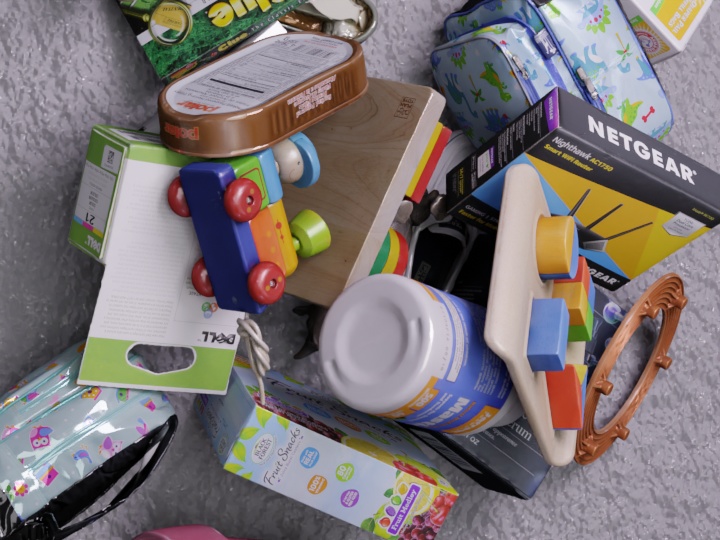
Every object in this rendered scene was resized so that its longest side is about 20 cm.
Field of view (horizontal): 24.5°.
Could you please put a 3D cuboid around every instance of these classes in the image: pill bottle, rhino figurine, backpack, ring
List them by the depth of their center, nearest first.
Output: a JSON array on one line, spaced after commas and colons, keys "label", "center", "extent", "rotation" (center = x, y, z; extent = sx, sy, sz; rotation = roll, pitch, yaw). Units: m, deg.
[{"label": "pill bottle", "center": [0.065, 0.075, 1.362], "extent": [0.200, 0.112, 0.112], "rotation": [21, 82, -53]}, {"label": "backpack", "center": [-0.250, 0.145, 1.375], "extent": [0.200, 0.167, 0.127], "rotation": [-36, 97, -22]}, {"label": "rhino figurine", "center": [0.000, 0.000, 1.494], "extent": [0.060, 0.087, 0.200], "rotation": [33, 94, -24]}, {"label": "backpack", "center": [0.169, -0.167, 1.503], "extent": [0.147, 0.183, 0.200], "rotation": [-39, 103, -19]}, {"label": "ring", "center": [0.257, 0.096, 1.555], "extent": [0.019, 0.200, 0.201], "rotation": [29, 78, 24]}]

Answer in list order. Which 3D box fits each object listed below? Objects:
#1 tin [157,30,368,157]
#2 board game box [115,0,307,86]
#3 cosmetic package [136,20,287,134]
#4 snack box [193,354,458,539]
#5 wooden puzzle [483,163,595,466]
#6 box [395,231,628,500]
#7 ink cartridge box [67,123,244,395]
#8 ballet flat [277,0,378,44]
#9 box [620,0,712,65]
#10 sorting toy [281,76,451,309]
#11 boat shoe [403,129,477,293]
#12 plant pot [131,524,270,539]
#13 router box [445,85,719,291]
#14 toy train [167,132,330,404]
[{"label": "tin", "center": [-0.079, -0.147, 1.348], "extent": [0.200, 0.112, 0.042], "rotation": [-33, 125, -41]}, {"label": "board game box", "center": [-0.109, -0.254, 1.435], "extent": [0.200, 0.023, 0.105], "rotation": [-31, 77, 2]}, {"label": "cosmetic package", "center": [-0.142, -0.135, 1.446], "extent": [0.200, 0.083, 0.051], "rotation": [-43, 104, -15]}, {"label": "snack box", "center": [-0.034, 0.155, 1.441], "extent": [0.200, 0.169, 0.068], "rotation": [27, 95, -18]}, {"label": "wooden puzzle", "center": [0.161, 0.038, 1.378], "extent": [0.200, 0.046, 0.186], "rotation": [58, 35, -48]}, {"label": "box", "center": [0.133, 0.086, 1.538], "extent": [0.148, 0.107, 0.200], "rotation": [36, 78, -16]}, {"label": "ink cartridge box", "center": [-0.165, -0.007, 1.371], "extent": [0.147, 0.076, 0.201], "rotation": [7, 103, -36]}, {"label": "ballet flat", "center": [-0.075, -0.251, 1.479], "extent": [0.199, 0.064, 0.068], "rotation": [16, 85, -19]}, {"label": "box", "center": [0.231, -0.296, 1.562], "extent": [0.200, 0.101, 0.113], "rotation": [43, 64, -15]}, {"label": "sorting toy", "center": [-0.018, -0.065, 1.439], "extent": [0.070, 0.200, 0.199], "rotation": [29, 83, -39]}, {"label": "boat shoe", "center": [0.080, -0.037, 1.538], "extent": [0.073, 0.065, 0.201], "rotation": [20, 83, -19]}, {"label": "plant pot", "center": [-0.096, 0.311, 1.423], "extent": [0.179, 0.200, 0.201], "rotation": [-4, 92, -36]}, {"label": "router box", "center": [0.196, -0.066, 1.440], "extent": [0.200, 0.149, 0.051], "rotation": [23, 49, -28]}, {"label": "toy train", "center": [-0.069, -0.007, 1.337], "extent": [0.116, 0.084, 0.201], "rotation": [-32, 117, -39]}]
